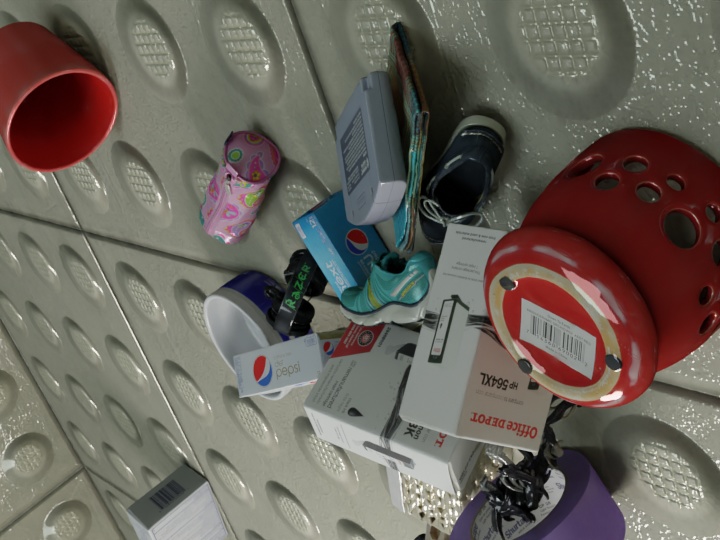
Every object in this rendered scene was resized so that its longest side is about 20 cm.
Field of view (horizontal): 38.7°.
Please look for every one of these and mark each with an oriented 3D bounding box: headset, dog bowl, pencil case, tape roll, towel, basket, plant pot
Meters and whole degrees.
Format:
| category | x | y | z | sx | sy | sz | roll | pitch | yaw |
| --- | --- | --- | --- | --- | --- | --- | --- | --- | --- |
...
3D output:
| category | x | y | z | sx | sy | sz | roll | pitch | yaw |
| --- | --- | --- | --- | --- | --- | --- | --- | --- | --- |
| headset | -0.098 | 0.028 | 1.442 | 0.093 | 0.125 | 0.200 | 23 | 170 | 2 |
| dog bowl | -0.161 | 0.104 | 1.651 | 0.199 | 0.078 | 0.202 | 35 | 145 | 29 |
| pencil case | -0.174 | -0.114 | 1.438 | 0.088 | 0.087 | 0.200 | 49 | 151 | 6 |
| tape roll | 0.208 | 0.311 | 1.217 | 0.086 | 0.200 | 0.199 | 55 | 150 | -10 |
| towel | 0.042 | -0.138 | 1.095 | 0.202 | 0.021 | 0.148 | 94 | 167 | -49 |
| basket | 0.117 | 0.234 | 1.337 | 0.122 | 0.135 | 0.202 | 26 | 141 | 35 |
| plant pot | 0.221 | 0.003 | 0.906 | 0.199 | 0.182 | 0.203 | 33 | 143 | 30 |
| plant pot | -0.518 | -0.291 | 1.653 | 0.178 | 0.199 | 0.202 | 48 | 151 | 26 |

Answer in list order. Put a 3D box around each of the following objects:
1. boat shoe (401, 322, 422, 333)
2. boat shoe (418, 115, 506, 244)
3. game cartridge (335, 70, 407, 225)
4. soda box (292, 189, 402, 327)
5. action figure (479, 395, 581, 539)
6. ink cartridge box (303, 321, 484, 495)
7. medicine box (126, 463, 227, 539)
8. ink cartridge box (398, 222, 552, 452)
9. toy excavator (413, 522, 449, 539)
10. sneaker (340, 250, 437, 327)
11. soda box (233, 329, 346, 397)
| category | x | y | z | sx | sy | sz | roll | pitch | yaw |
| --- | --- | --- | --- | --- | --- | --- | --- | --- | --- |
| boat shoe | 0.117 | 0.048 | 1.215 | 0.065 | 0.072 | 0.199 | 45 | 150 | -9 |
| boat shoe | 0.102 | -0.080 | 1.092 | 0.074 | 0.062 | 0.201 | 24 | 147 | -5 |
| game cartridge | 0.009 | -0.121 | 1.120 | 0.200 | 0.041 | 0.136 | 143 | 115 | -77 |
| soda box | 0.000 | 0.000 | 1.325 | 0.202 | 0.068 | 0.064 | 58 | 150 | -9 |
| action figure | 0.180 | 0.199 | 1.146 | 0.101 | 0.202 | 0.119 | 30 | -176 | -8 |
| ink cartridge box | 0.055 | 0.155 | 1.224 | 0.197 | 0.145 | 0.084 | 18 | 150 | 25 |
| medicine box | -0.436 | 0.605 | 2.455 | 0.102 | 0.181 | 0.202 | 25 | 139 | 40 |
| ink cartridge box | 0.135 | 0.071 | 1.034 | 0.145 | 0.203 | 0.084 | 18 | 175 | -43 |
| toy excavator | 0.177 | 0.422 | 1.492 | 0.099 | 0.197 | 0.198 | -11 | 68 | 58 |
| sneaker | 0.038 | 0.018 | 1.198 | 0.199 | 0.077 | 0.081 | -11 | 96 | 59 |
| soda box | -0.096 | 0.134 | 1.467 | 0.198 | 0.067 | 0.065 | -17 | 79 | 45 |
